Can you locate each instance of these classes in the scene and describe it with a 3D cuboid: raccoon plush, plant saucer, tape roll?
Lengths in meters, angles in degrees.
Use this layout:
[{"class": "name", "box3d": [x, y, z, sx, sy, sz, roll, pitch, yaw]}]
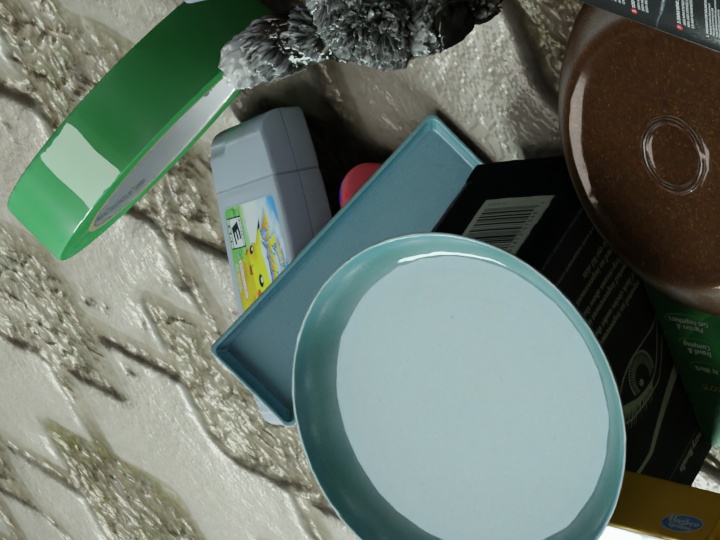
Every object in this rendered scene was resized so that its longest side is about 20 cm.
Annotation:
[{"class": "raccoon plush", "box3d": [-0.014, -0.175, 1.200, 0.198, 0.097, 0.135, -20, 114, 17]}, {"class": "plant saucer", "box3d": [0.169, -0.064, 1.163, 0.199, 0.037, 0.202, 24, 126, 38]}, {"class": "plant saucer", "box3d": [0.000, 0.000, 1.385, 0.070, 0.200, 0.019, 43, -173, 1]}, {"class": "tape roll", "box3d": [-0.130, -0.094, 1.392, 0.048, 0.201, 0.200, 43, 150, 0]}, {"class": "plant saucer", "box3d": [0.054, 0.075, 1.208, 0.199, 0.027, 0.202, 9, 109, 28]}]

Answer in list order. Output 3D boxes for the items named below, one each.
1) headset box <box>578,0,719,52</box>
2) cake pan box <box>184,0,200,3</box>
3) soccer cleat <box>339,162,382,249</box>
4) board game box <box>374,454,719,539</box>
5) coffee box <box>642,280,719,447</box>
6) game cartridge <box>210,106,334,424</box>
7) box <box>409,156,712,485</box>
[{"class": "headset box", "box3d": [0.132, -0.197, 1.066, 0.199, 0.077, 0.150, 25, 144, 32]}, {"class": "cake pan box", "box3d": [-0.086, -0.273, 1.203, 0.201, 0.052, 0.184, 67, 152, 13]}, {"class": "soccer cleat", "box3d": [0.055, 0.017, 1.440, 0.200, 0.067, 0.076, 44, 155, -3]}, {"class": "board game box", "box3d": [0.114, 0.169, 1.276, 0.198, 0.040, 0.154, 12, 135, 27]}, {"class": "coffee box", "box3d": [0.219, 0.021, 1.257, 0.122, 0.044, 0.201, 8, 133, 46]}, {"class": "game cartridge", "box3d": [-0.049, 0.000, 1.464, 0.133, 0.040, 0.202, -12, 89, 66]}, {"class": "box", "box3d": [0.114, 0.056, 1.311, 0.104, 0.148, 0.201, -3, 126, 38]}]
